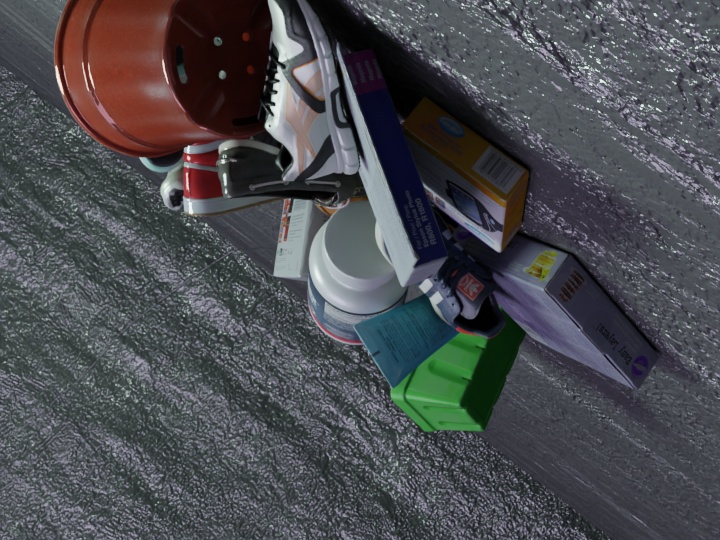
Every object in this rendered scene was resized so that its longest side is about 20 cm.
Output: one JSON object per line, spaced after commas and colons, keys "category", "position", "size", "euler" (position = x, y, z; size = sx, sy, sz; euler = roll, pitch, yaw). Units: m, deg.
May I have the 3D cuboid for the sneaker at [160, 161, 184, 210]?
{"category": "sneaker", "position": [-0.205, -0.135, 1.513], "size": [0.081, 0.075, 0.200], "euler": [51, -157, -9]}

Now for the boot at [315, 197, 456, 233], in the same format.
{"category": "boot", "position": [0.035, -0.061, 1.458], "size": [0.200, 0.077, 0.155], "euler": [47, 167, -35]}

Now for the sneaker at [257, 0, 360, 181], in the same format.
{"category": "sneaker", "position": [-0.057, -0.161, 1.095], "size": [0.074, 0.079, 0.201], "euler": [-112, 7, -57]}

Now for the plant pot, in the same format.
{"category": "plant pot", "position": [-0.164, -0.205, 1.190], "size": [0.201, 0.202, 0.195], "euler": [43, 163, -31]}

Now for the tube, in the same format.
{"category": "tube", "position": [0.078, 0.056, 1.370], "size": [0.078, 0.199, 0.050], "euler": [53, 136, 9]}

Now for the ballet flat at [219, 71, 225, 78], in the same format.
{"category": "ballet flat", "position": [-0.135, -0.202, 1.464], "size": [0.069, 0.070, 0.200], "euler": [42, 172, -27]}

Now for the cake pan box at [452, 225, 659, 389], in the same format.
{"category": "cake pan box", "position": [0.205, 0.035, 1.335], "size": [0.200, 0.052, 0.184], "euler": [44, 173, -32]}

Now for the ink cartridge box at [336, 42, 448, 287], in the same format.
{"category": "ink cartridge box", "position": [0.027, -0.092, 1.116], "size": [0.200, 0.043, 0.198], "euler": [114, 137, -83]}

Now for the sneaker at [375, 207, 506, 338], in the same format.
{"category": "sneaker", "position": [0.091, 0.000, 1.274], "size": [0.084, 0.075, 0.200], "euler": [34, 171, 48]}

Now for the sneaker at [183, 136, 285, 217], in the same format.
{"category": "sneaker", "position": [-0.125, -0.137, 1.432], "size": [0.071, 0.199, 0.114], "euler": [10, 111, 40]}

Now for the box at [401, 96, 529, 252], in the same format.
{"category": "box", "position": [0.099, -0.084, 1.181], "size": [0.119, 0.042, 0.200], "euler": [38, 174, 12]}

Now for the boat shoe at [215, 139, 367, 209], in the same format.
{"category": "boat shoe", "position": [-0.059, -0.086, 1.263], "size": [0.199, 0.058, 0.067], "euler": [9, 166, -35]}

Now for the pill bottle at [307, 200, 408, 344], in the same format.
{"category": "pill bottle", "position": [0.000, 0.000, 1.391], "size": [0.119, 0.120, 0.200], "euler": [37, 162, 10]}

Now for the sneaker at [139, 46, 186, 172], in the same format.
{"category": "sneaker", "position": [-0.241, -0.215, 1.450], "size": [0.077, 0.202, 0.140], "euler": [6, -179, -18]}

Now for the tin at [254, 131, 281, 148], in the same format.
{"category": "tin", "position": [-0.165, -0.197, 1.552], "size": [0.200, 0.042, 0.112], "euler": [40, -151, -13]}

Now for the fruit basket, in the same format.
{"category": "fruit basket", "position": [0.098, 0.101, 1.630], "size": [0.215, 0.216, 0.156], "euler": [32, 170, 38]}

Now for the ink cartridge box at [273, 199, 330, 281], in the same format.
{"category": "ink cartridge box", "position": [-0.048, -0.072, 1.630], "size": [0.083, 0.177, 0.200], "euler": [8, 179, -13]}
